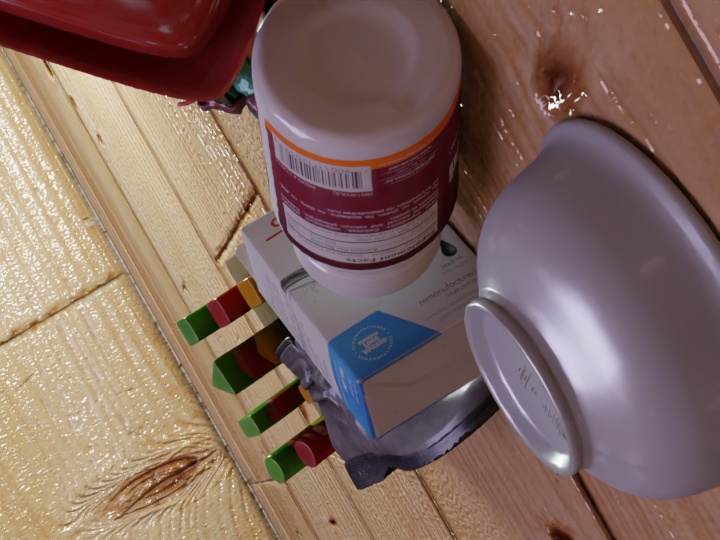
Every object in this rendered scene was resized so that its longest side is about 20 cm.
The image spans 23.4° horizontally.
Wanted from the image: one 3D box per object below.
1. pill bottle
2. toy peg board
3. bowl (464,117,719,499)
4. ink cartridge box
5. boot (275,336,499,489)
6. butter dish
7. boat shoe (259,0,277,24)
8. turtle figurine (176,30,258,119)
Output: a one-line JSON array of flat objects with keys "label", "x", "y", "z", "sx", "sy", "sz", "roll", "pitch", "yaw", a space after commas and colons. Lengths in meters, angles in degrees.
[{"label": "pill bottle", "x": 0.001, "y": -0.070, "z": 0.993, "sx": 0.115, "sy": 0.113, "sz": 0.201, "roll": 55, "pitch": 167, "yaw": 23}, {"label": "toy peg board", "x": -0.041, "y": 0.068, "z": 1.365, "sx": 0.201, "sy": 0.097, "sz": 0.199, "roll": 57, "pitch": 150, "yaw": -2}, {"label": "bowl", "x": 0.112, "y": 0.036, "z": 0.844, "sx": 0.202, "sy": 0.090, "sz": 0.201, "roll": 57, "pitch": 168, "yaw": 19}, {"label": "ink cartridge box", "x": 0.000, "y": 0.000, "z": 1.148, "sx": 0.200, "sy": 0.115, "sz": 0.068, "roll": 50, "pitch": 163, "yaw": 38}, {"label": "boot", "x": 0.015, "y": 0.073, "z": 1.219, "sx": 0.199, "sy": 0.070, "sz": 0.132, "roll": -32, "pitch": 91, "yaw": 49}, {"label": "butter dish", "x": -0.123, "y": -0.189, "z": 0.839, "sx": 0.148, "sy": 0.198, "sz": 0.201, "roll": -122, "pitch": 50, "yaw": -73}, {"label": "boat shoe", "x": -0.065, "y": -0.224, "z": 0.954, "sx": 0.201, "sy": 0.071, "sz": 0.076, "roll": 64, "pitch": -155, "yaw": -19}, {"label": "turtle figurine", "x": -0.068, "y": -0.143, "z": 1.117, "sx": 0.200, "sy": 0.100, "sz": 0.151, "roll": 51, "pitch": -153, "yaw": -64}]
